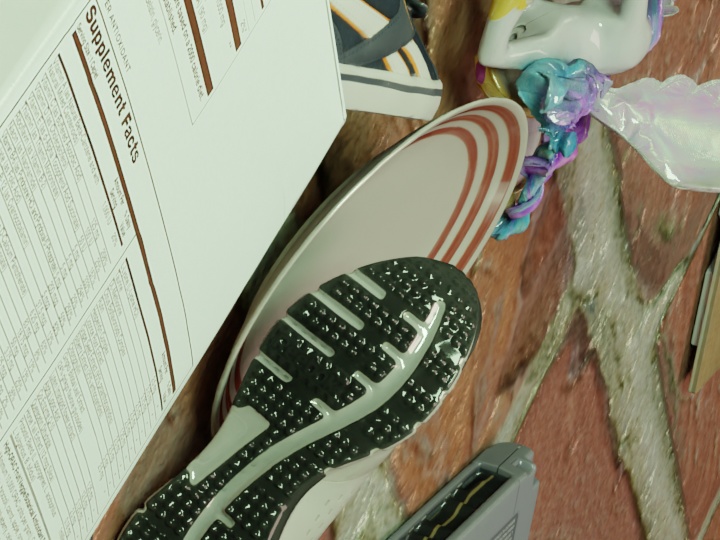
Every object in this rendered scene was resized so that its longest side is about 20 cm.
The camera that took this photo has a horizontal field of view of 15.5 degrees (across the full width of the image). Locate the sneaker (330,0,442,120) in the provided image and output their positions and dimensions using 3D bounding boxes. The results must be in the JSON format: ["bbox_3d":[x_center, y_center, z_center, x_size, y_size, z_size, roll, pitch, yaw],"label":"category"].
[{"bbox_3d":[-0.012,-0.101,1.025,0.200,0.078,0.080,-1,99,-75],"label":"sneaker"}]

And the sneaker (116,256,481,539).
[{"bbox_3d":[-0.026,0.071,1.113,0.200,0.074,0.080,-45,171,5],"label":"sneaker"}]

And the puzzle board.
[{"bbox_3d":[0.284,-0.026,1.938,0.151,0.017,0.201,-37,140,-55],"label":"puzzle board"}]

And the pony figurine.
[{"bbox_3d":[0.114,-0.113,1.278,0.192,0.167,0.201,-17,134,-26],"label":"pony figurine"}]

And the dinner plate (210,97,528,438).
[{"bbox_3d":[0.000,0.000,1.159,0.200,0.024,0.200,-44,162,-19],"label":"dinner plate"}]

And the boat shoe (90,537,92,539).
[{"bbox_3d":[-0.111,0.054,0.931,0.075,0.062,0.201,-14,119,-64],"label":"boat shoe"}]

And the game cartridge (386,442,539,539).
[{"bbox_3d":[0.041,0.190,1.479,0.200,0.040,0.134,-34,135,-58],"label":"game cartridge"}]

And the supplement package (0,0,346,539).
[{"bbox_3d":[-0.135,-0.034,0.604,0.200,0.190,0.147,-59,157,-29],"label":"supplement package"}]
